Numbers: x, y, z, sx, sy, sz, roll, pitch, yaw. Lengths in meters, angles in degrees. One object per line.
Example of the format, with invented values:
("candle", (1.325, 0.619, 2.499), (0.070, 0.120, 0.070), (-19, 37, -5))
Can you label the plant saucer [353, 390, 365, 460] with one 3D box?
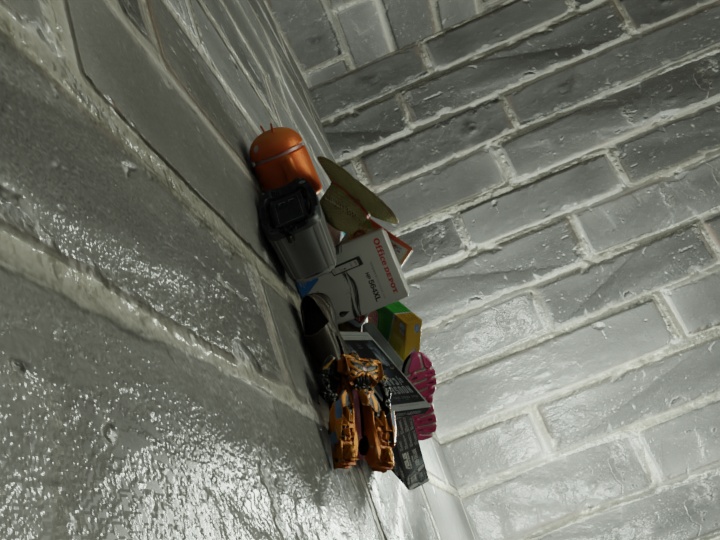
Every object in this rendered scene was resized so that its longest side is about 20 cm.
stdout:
("plant saucer", (-0.008, 0.268, 1.405), (0.201, 0.051, 0.201), (-22, 90, -84))

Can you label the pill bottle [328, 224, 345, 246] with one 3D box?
("pill bottle", (-0.077, -0.054, 1.698), (0.200, 0.110, 0.111), (49, 20, -73))

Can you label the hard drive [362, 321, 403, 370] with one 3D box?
("hard drive", (0.043, 0.220, 1.607), (0.132, 0.026, 0.201), (50, -28, 37))

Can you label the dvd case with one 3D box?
("dvd case", (0.026, 0.188, 1.393), (0.200, 0.025, 0.150), (47, 20, 28))

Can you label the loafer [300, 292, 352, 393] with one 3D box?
("loafer", (-0.069, 0.128, 1.329), (0.071, 0.073, 0.201), (31, 32, -61))

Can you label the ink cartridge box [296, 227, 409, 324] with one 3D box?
("ink cartridge box", (-0.019, 0.017, 1.503), (0.084, 0.199, 0.147), (-30, 97, -85))

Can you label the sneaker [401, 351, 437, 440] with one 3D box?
("sneaker", (0.105, 0.241, 1.515), (0.087, 0.073, 0.201), (-137, -146, -55))

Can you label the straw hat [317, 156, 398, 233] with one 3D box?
("straw hat", (-0.031, -0.121, 1.450), (0.201, 0.085, 0.201), (38, -6, 5))

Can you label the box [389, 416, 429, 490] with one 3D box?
("box", (0.064, 0.317, 1.527), (0.158, 0.050, 0.201), (-149, -139, -65))

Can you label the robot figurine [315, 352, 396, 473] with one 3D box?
("robot figurine", (0.000, 0.223, 1.234), (0.144, 0.058, 0.201), (13, 55, -30))

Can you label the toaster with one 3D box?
("toaster", (-0.111, -0.069, 1.393), (0.200, 0.113, 0.129), (-114, 180, -53))

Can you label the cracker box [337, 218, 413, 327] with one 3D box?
("cracker box", (0.000, 0.000, 1.576), (0.134, 0.200, 0.058), (36, 1, 7))

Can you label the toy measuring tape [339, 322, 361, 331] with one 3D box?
("toy measuring tape", (-0.031, 0.149, 1.600), (0.200, 0.073, 0.074), (-99, 167, -46))

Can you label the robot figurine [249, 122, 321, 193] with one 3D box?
("robot figurine", (-0.152, -0.200, 1.528), (0.201, 0.116, 0.144), (68, 26, -15))

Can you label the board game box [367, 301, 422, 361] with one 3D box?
("board game box", (0.069, 0.162, 1.623), (0.153, 0.040, 0.201), (38, -46, 51))
